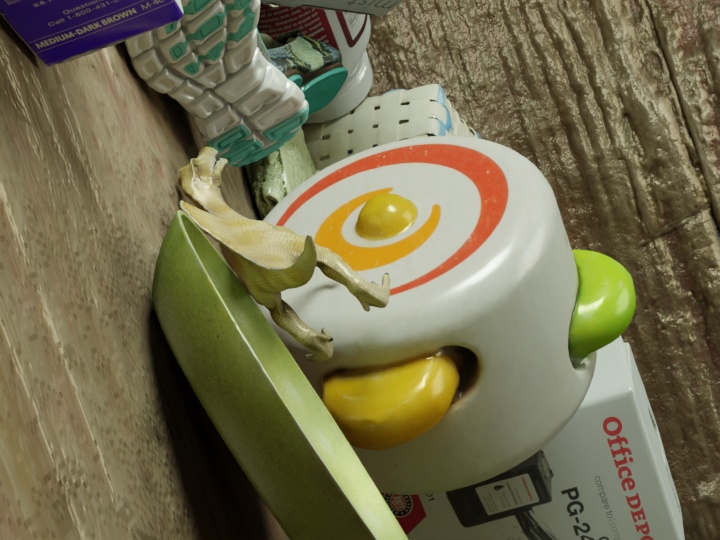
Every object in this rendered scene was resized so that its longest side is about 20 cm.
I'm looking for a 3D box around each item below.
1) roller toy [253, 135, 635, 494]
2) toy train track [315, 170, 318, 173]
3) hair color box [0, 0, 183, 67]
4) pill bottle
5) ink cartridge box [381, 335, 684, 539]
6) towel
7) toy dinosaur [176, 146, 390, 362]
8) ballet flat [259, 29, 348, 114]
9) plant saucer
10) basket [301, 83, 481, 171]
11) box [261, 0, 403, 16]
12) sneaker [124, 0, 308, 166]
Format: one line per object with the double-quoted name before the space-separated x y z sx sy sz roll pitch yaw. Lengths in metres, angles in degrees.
"roller toy" 0.029 0.018 0.859 0.182 0.200 0.140 24 -35 47
"toy train track" 0.000 0.000 1.112 0.200 0.032 0.115 -93 166 -55
"hair color box" -0.126 -0.164 0.516 0.200 0.065 0.110 54 17 -69
"pill bottle" -0.058 -0.213 1.215 0.200 0.113 0.113 67 6 -47
"ink cartridge box" 0.104 0.145 1.035 0.083 0.199 0.146 -83 153 -66
"towel" -0.053 -0.069 1.140 0.200 0.036 0.149 -105 174 -46
"toy dinosaur" -0.041 -0.001 0.730 0.101 0.058 0.200 35 2 -27
"ballet flat" -0.068 -0.124 1.023 0.200 0.074 0.074 -40 110 -72
"plant saucer" -0.031 0.067 0.640 0.200 0.031 0.200 57 0 0
"basket" 0.032 -0.056 1.324 0.200 0.176 0.139 53 33 -52
"box" -0.055 -0.274 1.038 0.200 0.097 0.177 0 64 -44
"sneaker" -0.094 -0.134 0.828 0.091 0.077 0.200 55 -7 27
